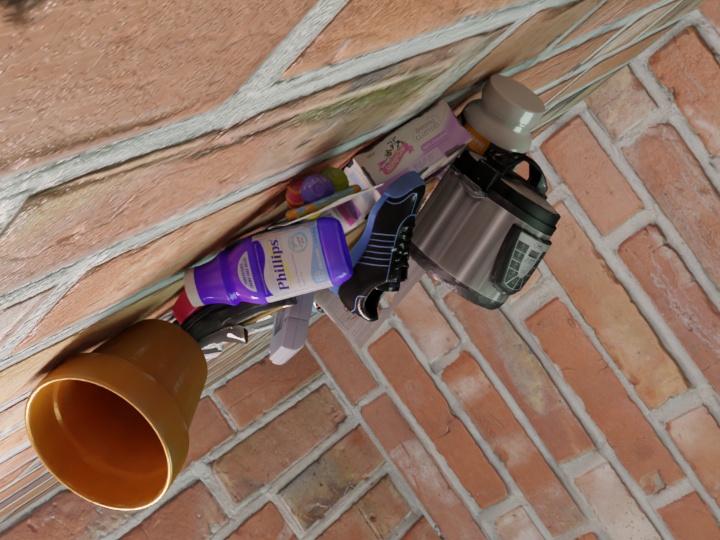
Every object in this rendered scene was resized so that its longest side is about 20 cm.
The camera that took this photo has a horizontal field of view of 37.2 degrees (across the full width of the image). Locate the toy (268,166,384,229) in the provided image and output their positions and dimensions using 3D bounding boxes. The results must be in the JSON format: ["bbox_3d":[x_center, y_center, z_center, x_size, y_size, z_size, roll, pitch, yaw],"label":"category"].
[{"bbox_3d":[-0.051,-0.089,1.245,0.114,0.048,0.200,-24,-178,-10],"label":"toy"}]

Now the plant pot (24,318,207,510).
[{"bbox_3d":[-0.285,0.163,1.343,0.200,0.200,0.184,-38,-169,34],"label":"plant pot"}]

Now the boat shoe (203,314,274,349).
[{"bbox_3d":[-0.200,0.095,1.648,0.201,0.065,0.074,-30,-168,-14],"label":"boat shoe"}]

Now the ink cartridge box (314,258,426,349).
[{"bbox_3d":[0.000,0.000,1.585,0.161,0.200,0.050,-50,148,7],"label":"ink cartridge box"}]

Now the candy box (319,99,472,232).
[{"bbox_3d":[0.041,-0.130,1.477,0.167,0.072,0.200,-35,176,-24],"label":"candy box"}]

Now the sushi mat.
[{"bbox_3d":[0.022,-0.058,1.428,0.199,0.012,0.096,-34,165,-34],"label":"sushi mat"}]

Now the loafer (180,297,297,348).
[{"bbox_3d":[-0.176,0.070,1.443,0.199,0.073,0.073,-38,175,6],"label":"loafer"}]

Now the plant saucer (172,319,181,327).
[{"bbox_3d":[-0.215,0.065,1.577,0.198,0.028,0.200,-27,-169,6],"label":"plant saucer"}]

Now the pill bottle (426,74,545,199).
[{"bbox_3d":[0.181,-0.178,1.576,0.116,0.116,0.201,-31,155,-56],"label":"pill bottle"}]

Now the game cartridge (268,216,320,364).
[{"bbox_3d":[-0.091,0.026,1.530,0.133,0.041,0.202,145,-44,-67],"label":"game cartridge"}]

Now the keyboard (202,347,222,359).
[{"bbox_3d":[-0.294,0.131,1.496,0.198,0.011,0.056,-8,165,-17],"label":"keyboard"}]

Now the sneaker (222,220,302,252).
[{"bbox_3d":[-0.113,-0.027,1.398,0.199,0.078,0.067,-10,125,-43],"label":"sneaker"}]

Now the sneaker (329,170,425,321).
[{"bbox_3d":[0.038,-0.028,1.365,0.070,0.078,0.201,-10,136,-56],"label":"sneaker"}]

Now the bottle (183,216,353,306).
[{"bbox_3d":[-0.111,-0.003,1.280,0.198,0.085,0.065,-14,179,7],"label":"bottle"}]

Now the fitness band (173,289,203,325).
[{"bbox_3d":[-0.177,0.009,1.481,0.199,0.038,0.144,-36,177,-34],"label":"fitness band"}]

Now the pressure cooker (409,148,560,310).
[{"bbox_3d":[0.173,-0.071,1.463,0.201,0.178,0.176,-56,-169,12],"label":"pressure cooker"}]

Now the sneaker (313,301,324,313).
[{"bbox_3d":[-0.066,-0.011,1.769,0.094,0.080,0.200,6,-146,23],"label":"sneaker"}]
